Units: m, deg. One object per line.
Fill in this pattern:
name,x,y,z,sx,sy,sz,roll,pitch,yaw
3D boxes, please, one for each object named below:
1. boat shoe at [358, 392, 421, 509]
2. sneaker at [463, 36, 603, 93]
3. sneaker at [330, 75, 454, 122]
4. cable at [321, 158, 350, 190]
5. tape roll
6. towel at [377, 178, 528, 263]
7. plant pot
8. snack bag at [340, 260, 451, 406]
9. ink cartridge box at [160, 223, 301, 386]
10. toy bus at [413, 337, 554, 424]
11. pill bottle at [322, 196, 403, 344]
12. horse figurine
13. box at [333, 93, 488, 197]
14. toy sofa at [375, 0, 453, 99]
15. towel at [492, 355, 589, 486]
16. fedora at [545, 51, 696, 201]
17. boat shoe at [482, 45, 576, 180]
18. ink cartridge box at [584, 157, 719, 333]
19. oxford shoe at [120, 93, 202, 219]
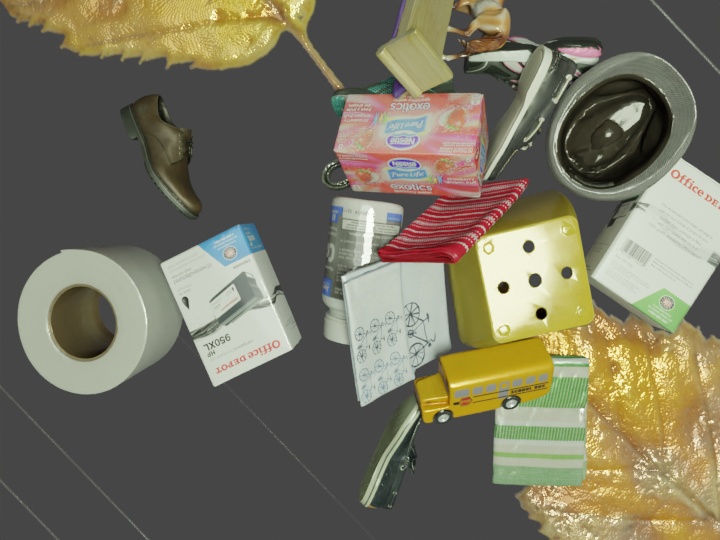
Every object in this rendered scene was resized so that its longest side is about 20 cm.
boat shoe,0.061,0.285,0.892,0.060,0.075,0.206,23,99,-6
sneaker,0.245,-0.285,0.827,0.192,0.081,0.089,7,124,16
sneaker,0.052,-0.257,0.852,0.192,0.078,0.094,9,65,14
cable,0.035,-0.169,0.864,0.192,0.050,0.101,1,90,4
tape roll,-0.389,0.068,0.870,0.194,0.139,0.212,0,94,4
towel,0.126,-0.070,0.777,0.199,0.142,0.023,-42,117,-33
plant pot,0.226,0.006,0.802,0.192,0.176,0.208,-12,95,5
snack bag,0.062,0.072,0.826,0.195,0.021,0.196,-20,111,-33
ink cartridge box,-0.196,0.051,0.882,0.141,0.084,0.206,-24,93,6
toy bus,0.177,0.160,0.831,0.192,0.066,0.080,-10,130,-4
pill bottle,0.000,0.000,0.849,0.109,0.114,0.209,7,95,3
horse figurine,0.163,-0.356,0.801,0.127,0.051,0.205,-7,51,5
box,0.073,-0.173,0.784,0.193,0.103,0.098,6,67,20
toy sofa,0.075,-0.331,0.737,0.095,0.082,0.206,-9,57,43
towel,0.284,0.236,0.895,0.146,0.023,0.209,1,96,5
fedora,0.360,-0.200,0.807,0.177,0.090,0.201,44,118,5
boat shoe,0.234,-0.211,0.810,0.058,0.075,0.204,16,124,-9
ink cartridge box,0.435,-0.040,0.828,0.144,0.084,0.204,32,95,1
oxford shoe,-0.289,-0.178,0.876,0.082,0.073,0.205,-27,93,4
